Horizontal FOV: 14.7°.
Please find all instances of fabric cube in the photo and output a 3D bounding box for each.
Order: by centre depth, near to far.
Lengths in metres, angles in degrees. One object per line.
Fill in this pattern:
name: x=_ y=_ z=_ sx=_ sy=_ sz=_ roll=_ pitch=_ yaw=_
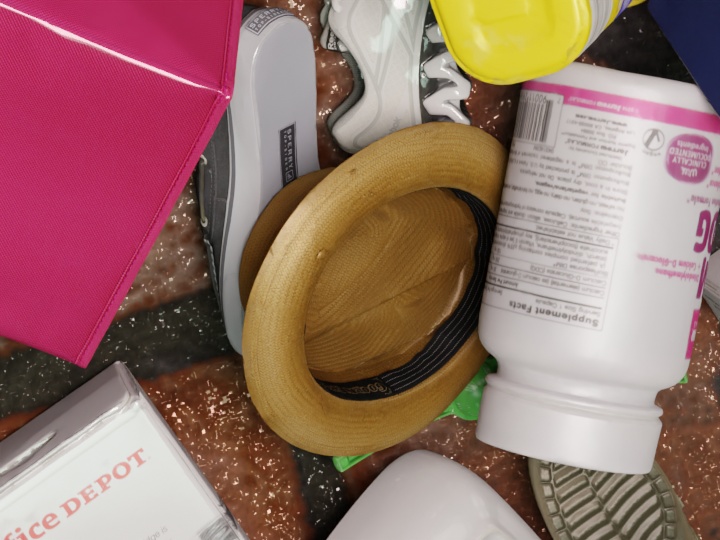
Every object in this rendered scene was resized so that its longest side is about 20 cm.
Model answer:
fabric cube: x=-0.181 y=-0.112 z=1.359 sx=0.198 sy=0.201 sz=0.197 roll=20 pitch=128 yaw=-14

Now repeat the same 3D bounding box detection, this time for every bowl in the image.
bowl: x=0.052 y=0.221 z=1.517 sx=0.200 sy=0.074 sz=0.200 roll=50 pitch=63 yaw=-26

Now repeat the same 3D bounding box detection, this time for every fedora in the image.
fedora: x=0.000 y=0.000 z=1.484 sx=0.200 sy=0.082 sz=0.202 roll=-23 pitch=127 yaw=-34

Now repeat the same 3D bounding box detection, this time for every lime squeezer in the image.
lime squeezer: x=0.082 y=0.070 z=1.548 sx=0.199 sy=0.071 sz=0.038 roll=-15 pitch=130 yaw=8

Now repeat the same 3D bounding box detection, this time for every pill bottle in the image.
pill bottle: x=0.124 y=-0.002 z=1.452 sx=0.113 sy=0.113 sz=0.201 roll=10 pitch=94 yaw=-13

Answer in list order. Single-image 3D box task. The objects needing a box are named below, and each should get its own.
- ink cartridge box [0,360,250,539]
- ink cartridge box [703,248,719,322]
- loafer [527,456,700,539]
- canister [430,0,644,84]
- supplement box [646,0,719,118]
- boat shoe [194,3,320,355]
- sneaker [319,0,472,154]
ink cartridge box: x=-0.129 y=0.173 z=1.516 sx=0.145 sy=0.085 sz=0.201 roll=-35 pitch=109 yaw=-3
ink cartridge box: x=0.304 y=0.044 z=1.578 sx=0.147 sy=0.086 sz=0.200 roll=-37 pitch=104 yaw=-2
loafer: x=0.155 y=0.157 z=1.578 sx=0.076 sy=0.067 sz=0.200 roll=-36 pitch=107 yaw=-4
canister: x=0.092 y=-0.186 z=1.421 sx=0.086 sy=0.200 sz=0.149 roll=-13 pitch=103 yaw=22
supplement box: x=0.268 y=-0.129 z=1.434 sx=0.199 sy=0.110 sz=0.109 roll=10 pitch=125 yaw=-31
boat shoe: x=-0.059 y=-0.050 z=1.500 sx=0.068 sy=0.056 sz=0.201 roll=-24 pitch=126 yaw=-44
sneaker: x=0.019 y=-0.154 z=1.491 sx=0.080 sy=0.075 sz=0.201 roll=-1 pitch=101 yaw=-2
